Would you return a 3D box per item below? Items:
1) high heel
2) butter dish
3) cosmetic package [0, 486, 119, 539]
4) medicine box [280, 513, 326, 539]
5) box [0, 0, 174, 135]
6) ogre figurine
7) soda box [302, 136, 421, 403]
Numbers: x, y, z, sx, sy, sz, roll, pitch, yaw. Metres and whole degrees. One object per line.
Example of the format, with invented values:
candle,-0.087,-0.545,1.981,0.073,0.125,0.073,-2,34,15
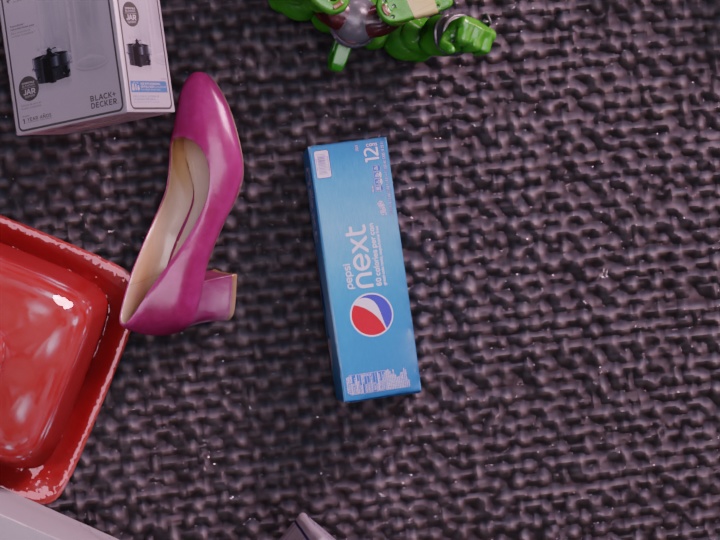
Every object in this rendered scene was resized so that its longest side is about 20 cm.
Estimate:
high heel,-0.146,-0.051,1.495,0.096,0.067,0.201,-6,102,-40
butter dish,-0.283,0.059,1.448,0.199,0.148,0.200,23,86,-7
cosmetic package,-0.261,0.212,1.435,0.200,0.113,0.081,27,88,-25
medicine box,-0.057,0.288,1.437,0.103,0.200,0.182,41,85,-3
box,-0.214,-0.209,1.477,0.116,0.060,0.201,-9,90,32
ogre figurine,-0.004,-0.205,1.501,0.199,0.120,0.098,1,85,-8
soda box,0.000,0.000,1.523,0.064,0.068,0.201,-7,90,-6
